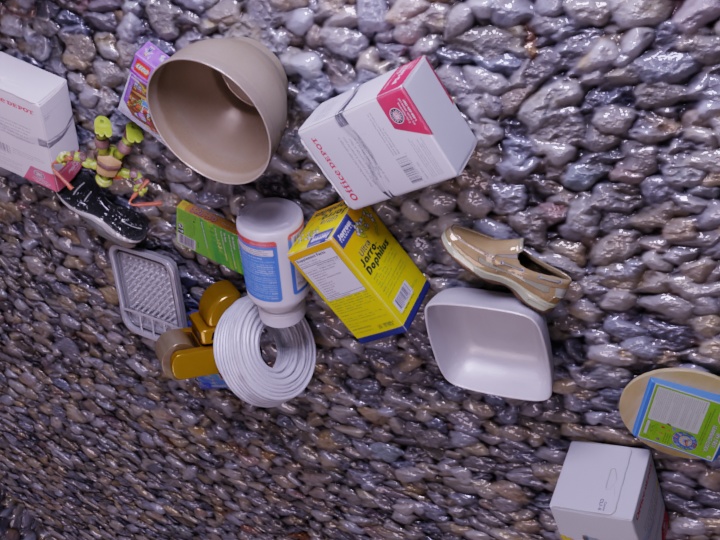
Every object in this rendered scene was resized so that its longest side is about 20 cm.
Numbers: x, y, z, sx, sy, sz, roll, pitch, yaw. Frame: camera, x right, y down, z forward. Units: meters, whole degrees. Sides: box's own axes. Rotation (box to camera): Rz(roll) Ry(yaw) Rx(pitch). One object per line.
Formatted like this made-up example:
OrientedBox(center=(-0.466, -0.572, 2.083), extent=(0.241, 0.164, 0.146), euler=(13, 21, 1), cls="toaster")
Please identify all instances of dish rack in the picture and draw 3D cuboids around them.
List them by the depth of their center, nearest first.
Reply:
OrientedBox(center=(-0.404, 0.044, 1.751), extent=(0.169, 0.043, 0.203), euler=(16, 126, 29), cls="dish rack")

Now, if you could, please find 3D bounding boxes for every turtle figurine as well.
OrientedBox(center=(-0.419, -0.189, 1.539), extent=(0.197, 0.065, 0.162), euler=(21, 139, -16), cls="turtle figurine")

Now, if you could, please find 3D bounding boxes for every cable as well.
OrientedBox(center=(-0.167, 0.141, 1.600), extent=(0.069, 0.199, 0.203), euler=(-15, 100, 41), cls="cable")

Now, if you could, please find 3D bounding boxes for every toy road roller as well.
OrientedBox(center=(-0.280, 0.105, 1.660), extent=(0.123, 0.197, 0.149), euler=(-145, 47, -61), cls="toy road roller")

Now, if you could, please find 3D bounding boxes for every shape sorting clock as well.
OrientedBox(center=(0.494, 0.217, 1.362), extent=(0.197, 0.039, 0.202), euler=(18, 137, 17), cls="shape sorting clock")

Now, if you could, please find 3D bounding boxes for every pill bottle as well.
OrientedBox(center=(-0.140, -0.008, 1.482), extent=(0.110, 0.113, 0.203), euler=(14, 130, 21), cls="pill bottle")

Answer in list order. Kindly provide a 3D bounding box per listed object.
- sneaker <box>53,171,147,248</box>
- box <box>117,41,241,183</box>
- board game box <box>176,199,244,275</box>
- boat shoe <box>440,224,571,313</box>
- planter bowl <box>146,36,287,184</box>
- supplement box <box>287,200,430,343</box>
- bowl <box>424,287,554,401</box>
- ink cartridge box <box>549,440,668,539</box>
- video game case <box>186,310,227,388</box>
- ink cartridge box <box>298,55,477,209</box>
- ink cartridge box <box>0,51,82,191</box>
OrientedBox(center=(-0.489, -0.107, 1.664), extent=(0.199, 0.074, 0.079), euler=(38, 146, -7), cls="sneaker")
OrientedBox(center=(-0.276, -0.243, 1.404), extent=(0.199, 0.039, 0.137), euler=(37, 141, -5), cls="box")
OrientedBox(center=(-0.236, -0.046, 1.591), extent=(0.198, 0.030, 0.096), euler=(27, 140, 10), cls="board game box")
OrientedBox(center=(0.213, -0.020, 1.296), extent=(0.198, 0.072, 0.077), euler=(28, 127, -6), cls="boat shoe")
OrientedBox(center=(-0.182, -0.244, 1.265), extent=(0.197, 0.136, 0.202), euler=(18, 139, 16), cls="planter bowl")
OrientedBox(center=(0.000, 0.000, 1.415), extent=(0.108, 0.110, 0.201), euler=(-18, 121, 43), cls="supplement box")
OrientedBox(center=(0.210, 0.105, 1.411), extent=(0.197, 0.075, 0.202), euler=(6, 134, 28), cls="bowl")
OrientedBox(center=(0.426, 0.413, 1.526), extent=(0.142, 0.146, 0.202), euler=(1, 131, 33), cls="ink cartridge box")
OrientedBox(center=(-0.305, 0.163, 1.840), extent=(0.198, 0.046, 0.183), euler=(-8, 125, 39), cls="video game case")
OrientedBox(center=(0.035, -0.181, 1.224), extent=(0.198, 0.084, 0.146), euler=(-14, 123, 42), cls="ink cartridge box")
OrientedBox(center=(-0.573, -0.255, 1.556), extent=(0.144, 0.083, 0.202), euler=(23, 141, 11), cls="ink cartridge box")
